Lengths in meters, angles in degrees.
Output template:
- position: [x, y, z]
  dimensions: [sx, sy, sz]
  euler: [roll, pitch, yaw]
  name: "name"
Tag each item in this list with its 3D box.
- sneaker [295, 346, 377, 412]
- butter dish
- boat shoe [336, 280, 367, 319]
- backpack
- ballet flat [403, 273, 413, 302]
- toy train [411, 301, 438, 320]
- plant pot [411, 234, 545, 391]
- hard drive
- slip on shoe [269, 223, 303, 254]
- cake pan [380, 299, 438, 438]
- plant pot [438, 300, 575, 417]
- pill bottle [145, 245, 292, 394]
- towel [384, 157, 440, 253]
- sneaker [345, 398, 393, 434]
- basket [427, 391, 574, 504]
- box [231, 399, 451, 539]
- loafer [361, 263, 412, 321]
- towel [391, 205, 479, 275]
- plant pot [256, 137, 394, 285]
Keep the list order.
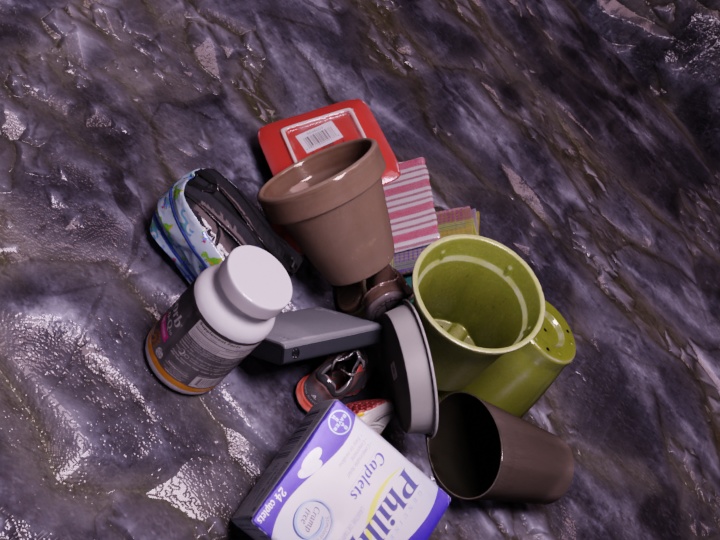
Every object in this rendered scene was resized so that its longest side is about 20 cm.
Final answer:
- position: [-0.014, 0.142, 1.426]
  dimensions: [0.077, 0.082, 0.200]
  euler: [47, 36, 0]
  name: "sneaker"
- position: [-0.051, -0.165, 1.640]
  dimensions: [0.199, 0.148, 0.200]
  euler: [-19, 57, -9]
  name: "butter dish"
- position: [0.000, 0.000, 1.602]
  dimensions: [0.076, 0.071, 0.201]
  euler: [37, 42, -38]
  name: "boat shoe"
- position: [-0.202, -0.046, 1.381]
  dimensions: [0.201, 0.153, 0.163]
  euler: [60, 37, -18]
  name: "backpack"
- position: [0.091, 0.008, 1.691]
  dimensions: [0.071, 0.067, 0.201]
  euler: [54, 28, -35]
  name: "ballet flat"
- position: [0.158, 0.050, 1.597]
  dimensions: [0.199, 0.056, 0.042]
  euler: [-11, 103, -18]
  name: "toy train"
- position: [0.147, 0.080, 1.446]
  dimensions: [0.199, 0.185, 0.202]
  euler: [8, 54, -12]
  name: "plant pot"
- position: [-0.084, 0.090, 1.377]
  dimensions: [0.199, 0.139, 0.033]
  euler: [-7, 105, -48]
  name: "hard drive"
- position: [-0.101, -0.057, 1.540]
  dimensions: [0.199, 0.061, 0.074]
  euler: [-13, 67, -42]
  name: "slip on shoe"
- position: [0.066, 0.143, 1.387]
  dimensions: [0.036, 0.201, 0.201]
  euler: [-10, 57, -9]
  name: "cake pan"
- position: [0.243, 0.143, 1.595]
  dimensions: [0.200, 0.193, 0.201]
  euler: [27, 39, -25]
  name: "plant pot"
- position: [-0.179, 0.063, 1.232]
  dimensions: [0.116, 0.200, 0.117]
  euler: [27, 39, -25]
  name: "pill bottle"
- position: [0.059, -0.108, 1.705]
  dimensions: [0.030, 0.145, 0.201]
  euler: [65, 14, -51]
  name: "towel"
- position: [-0.010, 0.236, 1.366]
  dimensions: [0.200, 0.077, 0.083]
  euler: [-27, 104, -58]
  name: "sneaker"
- position: [0.225, 0.288, 1.494]
  dimensions: [0.199, 0.136, 0.181]
  euler: [23, 24, -36]
  name: "basket"
- position: [-0.022, 0.294, 1.196]
  dimensions: [0.200, 0.105, 0.184]
  euler: [41, 66, -9]
  name: "box"
- position: [0.030, 0.029, 1.483]
  dimensions: [0.071, 0.073, 0.200]
  euler: [56, 6, 2]
  name: "loafer"
- position: [0.111, -0.045, 1.667]
  dimensions: [0.144, 0.198, 0.023]
  euler: [-90, 165, -48]
  name: "towel"
- position: [-0.033, -0.078, 1.458]
  dimensions: [0.175, 0.199, 0.200]
  euler: [65, 30, -21]
  name: "plant pot"
